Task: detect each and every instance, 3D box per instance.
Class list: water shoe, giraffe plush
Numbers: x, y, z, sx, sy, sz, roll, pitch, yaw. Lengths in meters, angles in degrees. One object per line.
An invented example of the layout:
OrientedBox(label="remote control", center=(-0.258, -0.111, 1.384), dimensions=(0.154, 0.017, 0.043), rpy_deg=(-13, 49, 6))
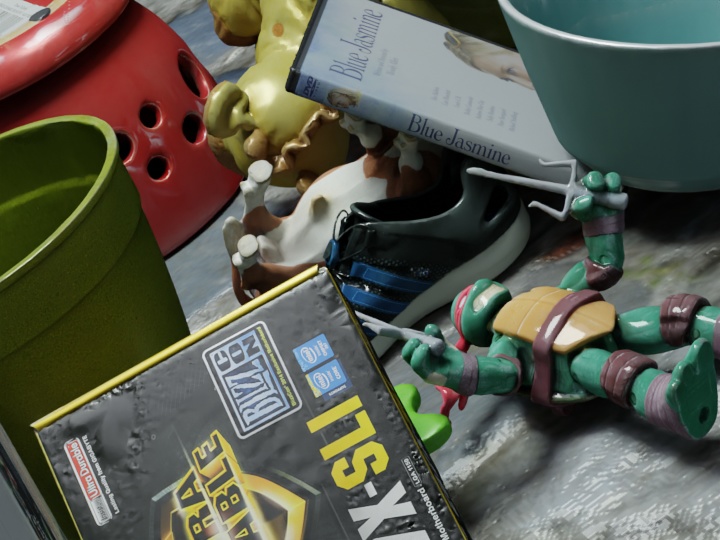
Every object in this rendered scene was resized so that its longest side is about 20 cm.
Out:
OrientedBox(label="water shoe", center=(0.000, 0.000, 1.268), dimensions=(0.200, 0.079, 0.071), rpy_deg=(-35, 26, -9))
OrientedBox(label="giraffe plush", center=(-0.035, -0.118, 1.428), dimensions=(0.200, 0.172, 0.163), rpy_deg=(123, 168, -68))

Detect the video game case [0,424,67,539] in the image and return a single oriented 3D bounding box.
OrientedBox(label="video game case", center=(-0.153, 0.135, 1.056), dimensions=(0.023, 0.201, 0.182), rpy_deg=(-28, 26, -7))

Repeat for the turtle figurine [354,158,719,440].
OrientedBox(label="turtle figurine", center=(0.101, 0.022, 1.106), dimensions=(0.199, 0.101, 0.150), rpy_deg=(14, 58, 37))

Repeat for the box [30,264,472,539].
OrientedBox(label="box", center=(-0.039, 0.121, 1.012), dimensions=(0.159, 0.049, 0.201), rpy_deg=(-28, 66, 2))

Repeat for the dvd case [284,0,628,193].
OrientedBox(label="dvd case", center=(0.061, -0.104, 1.294), dimensions=(0.199, 0.018, 0.143), rpy_deg=(19, 28, -2))

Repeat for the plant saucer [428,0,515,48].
OrientedBox(label="plant saucer", center=(0.033, -0.202, 1.458), dimensions=(0.199, 0.200, 0.031), rpy_deg=(-1, 66, 45))

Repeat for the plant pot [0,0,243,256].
OrientedBox(label="plant pot", center=(-0.199, -0.110, 1.553), dimensions=(0.200, 0.183, 0.201), rpy_deg=(-22, 27, 12))

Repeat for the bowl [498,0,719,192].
OrientedBox(label="bowl", center=(0.176, -0.113, 1.217), dimensions=(0.200, 0.105, 0.201), rpy_deg=(-5, 27, 2))

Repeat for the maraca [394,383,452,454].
OrientedBox(label="maraca", center=(-0.049, 0.109, 1.101), dimensions=(0.199, 0.107, 0.137), rpy_deg=(-12, 40, 26))

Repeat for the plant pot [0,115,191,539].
OrientedBox(label="plant pot", center=(-0.173, 0.051, 1.230), dimensions=(0.200, 0.193, 0.201), rpy_deg=(-24, 28, 14))

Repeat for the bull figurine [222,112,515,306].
OrientedBox(label="bull figurine", center=(0.004, -0.044, 1.323), dimensions=(0.200, 0.121, 0.065), rpy_deg=(-39, 58, 0))
